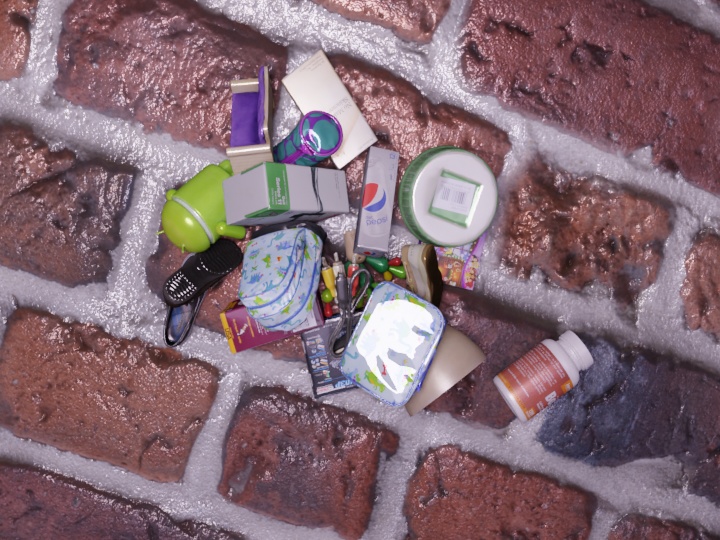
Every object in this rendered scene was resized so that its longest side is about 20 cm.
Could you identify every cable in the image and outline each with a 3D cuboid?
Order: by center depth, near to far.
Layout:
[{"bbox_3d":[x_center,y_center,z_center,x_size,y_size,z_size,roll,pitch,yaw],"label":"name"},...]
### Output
[{"bbox_3d":[-0.027,0.069,1.069,0.093,0.050,0.208,-4,102,-11],"label":"cable"}]

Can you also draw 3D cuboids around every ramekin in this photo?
[{"bbox_3d":[0.174,-0.142,1.067,0.192,0.098,0.208,0,99,-2],"label":"ramekin"}]

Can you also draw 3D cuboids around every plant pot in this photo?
[{"bbox_3d":[0.143,0.183,1.123,0.198,0.200,0.136,-38,76,2],"label":"plant pot"}]

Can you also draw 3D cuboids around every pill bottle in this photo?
[{"bbox_3d":[0.393,0.223,1.169,0.198,0.112,0.114,-37,99,3],"label":"pill bottle"}]

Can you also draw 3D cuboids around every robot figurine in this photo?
[{"bbox_3d":[-0.298,-0.120,1.049,0.172,0.117,0.201,29,62,24],"label":"robot figurine"}]

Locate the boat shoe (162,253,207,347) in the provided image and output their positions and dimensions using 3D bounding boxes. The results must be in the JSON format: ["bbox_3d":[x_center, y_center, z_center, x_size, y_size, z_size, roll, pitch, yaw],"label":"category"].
[{"bbox_3d":[-0.363,0.063,1.121,0.068,0.066,0.206,22,97,-7],"label":"boat shoe"}]

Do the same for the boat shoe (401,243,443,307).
[{"bbox_3d":[0.124,0.019,1.105,0.064,0.075,0.204,13,140,26],"label":"boat shoe"}]

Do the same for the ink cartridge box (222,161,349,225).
[{"bbox_3d":[-0.136,-0.137,1.015,0.196,0.144,0.086,-5,85,-45],"label":"ink cartridge box"}]

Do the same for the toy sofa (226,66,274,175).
[{"bbox_3d":[-0.204,-0.282,1.012,0.080,0.099,0.205,-6,55,-2],"label":"toy sofa"}]

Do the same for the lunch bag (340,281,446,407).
[{"bbox_3d":[0.064,0.140,1.020,0.157,0.082,0.205,26,89,15],"label":"lunch bag"}]

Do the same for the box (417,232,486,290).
[{"bbox_3d":[0.194,-0.075,1.149,0.132,0.039,0.207,12,98,-5],"label":"box"}]

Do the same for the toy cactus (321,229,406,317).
[{"bbox_3d":[0.000,0.000,1.123,0.194,0.102,0.170,-18,85,-2],"label":"toy cactus"}]

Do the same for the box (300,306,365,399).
[{"bbox_3d":[-0.023,0.171,1.169,0.193,0.046,0.165,-13,99,-2],"label":"box"}]

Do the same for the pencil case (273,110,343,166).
[{"bbox_3d":[-0.107,-0.228,1.024,0.086,0.199,0.093,48,66,-13],"label":"pencil case"}]

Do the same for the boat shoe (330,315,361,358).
[{"bbox_3d":[0.021,0.120,1.112,0.197,0.074,0.065,-29,67,8],"label":"boat shoe"}]

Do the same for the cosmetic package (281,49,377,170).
[{"bbox_3d":[-0.060,-0.314,1.082,0.102,0.073,0.203,-35,98,2],"label":"cosmetic package"}]

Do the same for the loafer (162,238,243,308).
[{"bbox_3d":[-0.317,0.005,1.081,0.074,0.199,0.071,51,137,-1],"label":"loafer"}]

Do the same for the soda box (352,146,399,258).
[{"bbox_3d":[0.031,-0.135,1.084,0.061,0.068,0.208,9,80,-8],"label":"soda box"}]

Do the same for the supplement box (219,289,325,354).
[{"bbox_3d":[-0.175,0.088,1.114,0.193,0.110,0.089,-17,100,-1],"label":"supplement box"}]

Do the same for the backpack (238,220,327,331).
[{"bbox_3d":[-0.148,0.011,1.003,0.158,0.154,0.207,-8,67,19],"label":"backpack"}]
